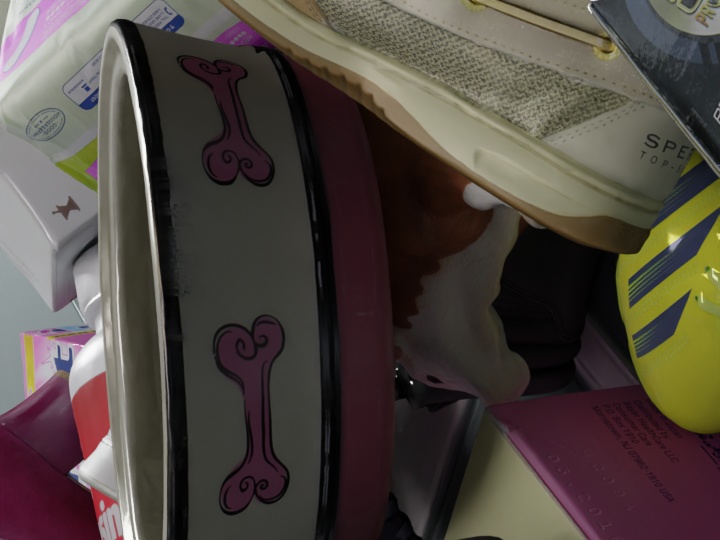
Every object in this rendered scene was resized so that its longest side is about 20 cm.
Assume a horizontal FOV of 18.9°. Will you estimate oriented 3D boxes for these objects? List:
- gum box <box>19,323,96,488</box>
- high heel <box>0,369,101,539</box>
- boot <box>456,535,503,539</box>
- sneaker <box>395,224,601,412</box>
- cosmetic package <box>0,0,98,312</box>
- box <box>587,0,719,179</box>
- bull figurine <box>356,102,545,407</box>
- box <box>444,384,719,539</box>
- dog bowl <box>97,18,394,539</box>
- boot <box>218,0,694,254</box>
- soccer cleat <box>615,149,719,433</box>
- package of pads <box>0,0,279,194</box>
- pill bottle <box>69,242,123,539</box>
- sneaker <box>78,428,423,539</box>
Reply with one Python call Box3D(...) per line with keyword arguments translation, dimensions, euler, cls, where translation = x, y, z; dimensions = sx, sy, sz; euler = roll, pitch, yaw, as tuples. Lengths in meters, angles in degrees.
Box3D(translation=(-0.121, 0.131, 1.124), dimensions=(0.113, 0.066, 0.200), euler=(5, 99, 60), cls="gum box")
Box3D(translation=(-0.118, 0.150, 1.021), dimensions=(0.200, 0.096, 0.067), euler=(56, 155, -13), cls="high heel")
Box3D(translation=(0.042, 0.203, 0.640), dimensions=(0.187, 0.064, 0.200), euler=(107, 146, -47), cls="boot")
Box3D(translation=(0.000, 0.000, 0.814), dimensions=(0.200, 0.071, 0.099), euler=(8, 100, 32), cls="sneaker")
Box3D(translation=(-0.148, -0.057, 1.029), dimensions=(0.113, 0.081, 0.200), euler=(52, 167, 1), cls="cosmetic package")
Box3D(translation=(0.164, -0.113, 0.456), dimensions=(0.086, 0.164, 0.200), euler=(59, 143, 38), cls="box")
Box3D(translation=(0.033, -0.054, 0.702), dimensions=(0.121, 0.065, 0.200), euler=(-15, 84, 55), cls="bull figurine")
Box3D(translation=(0.096, 0.169, 0.700), dimensions=(0.176, 0.097, 0.200), euler=(52, 137, 45), cls="box")
Box3D(translation=(-0.041, 0.017, 0.707), dimensions=(0.200, 0.074, 0.200), euler=(177, 90, -78), cls="dog bowl")
Box3D(translation=(0.035, -0.119, 0.607), dimensions=(0.200, 0.072, 0.155), euler=(36, 103, 19), cls="boot")
Box3D(translation=(0.126, -0.030, 0.638), dimensions=(0.084, 0.065, 0.200), euler=(-123, 39, -54), cls="soccer cleat")
Box3D(translation=(-0.070, -0.140, 0.854), dimensions=(0.154, 0.068, 0.200), euler=(-37, 33, 32), cls="package of pads")
Box3D(translation=(-0.067, 0.082, 0.970), dimensions=(0.112, 0.112, 0.200), euler=(-43, 57, 56), cls="pill bottle")
Box3D(translation=(0.007, 0.072, 0.869), dimensions=(0.202, 0.146, 0.077), euler=(31, 170, 13), cls="sneaker")
